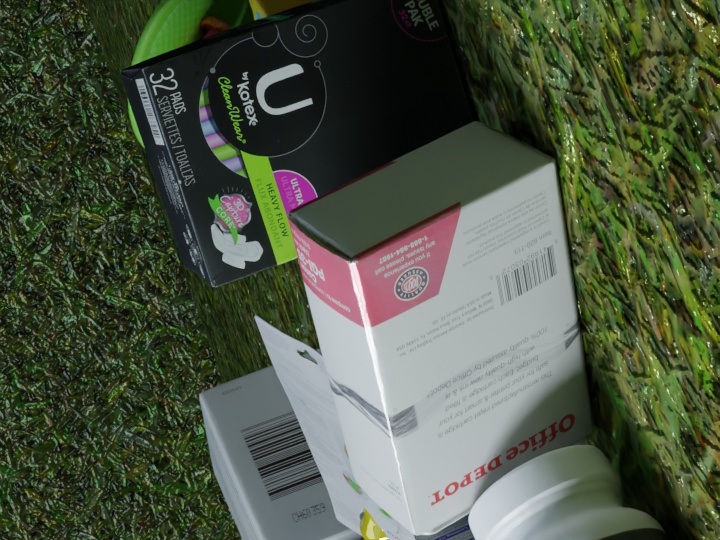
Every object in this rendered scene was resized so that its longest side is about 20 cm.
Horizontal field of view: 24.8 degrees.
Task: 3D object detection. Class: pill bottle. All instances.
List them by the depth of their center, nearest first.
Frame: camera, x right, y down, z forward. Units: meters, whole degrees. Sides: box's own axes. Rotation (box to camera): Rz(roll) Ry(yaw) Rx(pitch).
[{"bbox_3d":[0.145,0.212,0.949,0.116,0.115,0.201,88,158,-57],"label":"pill bottle"}]

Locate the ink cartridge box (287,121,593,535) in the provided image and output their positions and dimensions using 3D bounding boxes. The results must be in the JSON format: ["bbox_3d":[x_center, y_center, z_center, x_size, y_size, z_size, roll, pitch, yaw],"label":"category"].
[{"bbox_3d":[0.052,0.036,0.986,0.083,0.145,0.202,34,144,51],"label":"ink cartridge box"}]

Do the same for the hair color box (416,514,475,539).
[{"bbox_3d":[0.092,0.213,1.220,0.200,0.108,0.066,-152,43,-74],"label":"hair color box"}]

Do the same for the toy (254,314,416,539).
[{"bbox_3d":[0.002,0.117,1.122,0.115,0.047,0.202,28,144,46],"label":"toy"}]

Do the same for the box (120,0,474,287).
[{"bbox_3d":[-0.038,-0.096,1.084,0.124,0.198,0.150,-158,50,-73],"label":"box"}]

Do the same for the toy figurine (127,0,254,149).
[{"bbox_3d":[-0.053,-0.116,1.261,0.183,0.151,0.200,24,164,28],"label":"toy figurine"}]

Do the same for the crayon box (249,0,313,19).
[{"bbox_3d":[-0.066,-0.200,1.421,0.201,0.050,0.128,-120,15,-46],"label":"crayon box"}]

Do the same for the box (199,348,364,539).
[{"bbox_3d":[-0.018,0.186,1.468,0.132,0.198,0.200,86,160,-48],"label":"box"}]
